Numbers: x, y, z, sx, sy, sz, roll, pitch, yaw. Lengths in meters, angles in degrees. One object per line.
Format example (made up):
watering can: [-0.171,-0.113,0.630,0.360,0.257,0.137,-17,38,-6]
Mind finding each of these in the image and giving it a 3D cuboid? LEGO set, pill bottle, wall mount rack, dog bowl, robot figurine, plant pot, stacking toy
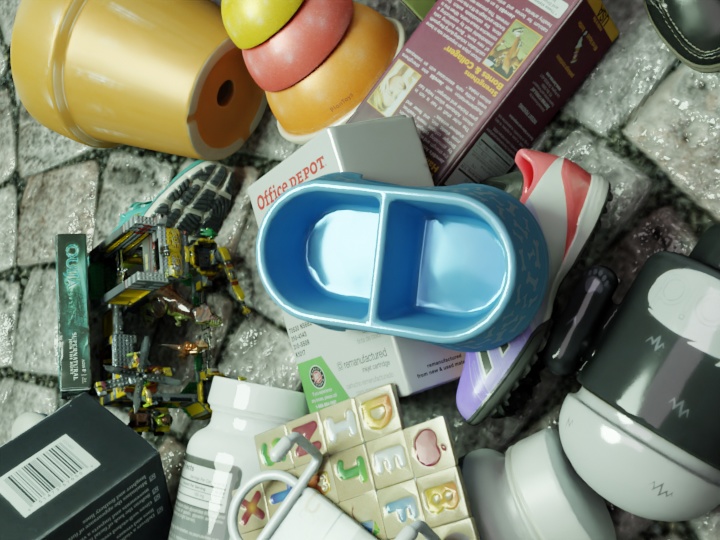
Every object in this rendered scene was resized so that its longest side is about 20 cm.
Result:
LEGO set: [-0.158,0.039,0.827,0.116,0.153,0.201,-26,56,47]
pill bottle: [0.073,0.199,0.676,0.200,0.114,0.114,-32,63,20]
wall mount rack: [-0.046,0.207,0.599,0.200,0.075,0.174,28,75,36]
dog bowl: [0.020,-0.007,0.616,0.199,0.050,0.112,8,94,23]
robot figurine: [0.217,0.067,0.622,0.150,0.125,0.200,33,95,42]
plant pot: [-0.192,-0.195,0.896,0.183,0.200,0.201,26,91,22]
stacking toy: [-0.066,-0.219,0.800,0.146,0.200,0.146,-28,39,25]
pill bottle: [-0.094,0.195,0.775,0.115,0.116,0.201,6,80,31]

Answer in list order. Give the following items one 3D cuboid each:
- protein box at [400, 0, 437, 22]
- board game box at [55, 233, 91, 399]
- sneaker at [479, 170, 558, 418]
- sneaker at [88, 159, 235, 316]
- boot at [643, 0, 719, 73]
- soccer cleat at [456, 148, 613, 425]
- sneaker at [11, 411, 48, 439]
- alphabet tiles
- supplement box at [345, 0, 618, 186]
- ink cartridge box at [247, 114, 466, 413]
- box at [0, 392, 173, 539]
protein box: [0.061,-0.338,0.770,0.199,0.200,0.135,-44,60,14]
board game box: [-0.272,0.051,0.885,0.200,0.028,0.136,152,115,-70]
sneaker: [0.108,0.013,0.735,0.090,0.066,0.201,6,82,40]
sneaker: [-0.209,-0.044,0.931,0.200,0.077,0.080,-42,52,15]
boot: [0.221,-0.254,0.682,0.073,0.150,0.201,-19,68,25]
soccer cleat: [0.104,0.009,0.654,0.073,0.068,0.200,28,79,0]
sneaker: [-0.319,0.231,0.925,0.072,0.072,0.201,-29,63,23]
alphabet tiles: [-0.010,0.177,0.651,0.200,0.006,0.167,-25,68,31]
supplement box: [0.098,-0.156,0.768,0.110,0.086,0.200,43,100,32]
ink cartridge box: [0.000,0.000,0.728,0.145,0.084,0.201,-25,80,55]
box: [-0.240,0.232,0.778,0.107,0.148,0.201,27,135,33]
